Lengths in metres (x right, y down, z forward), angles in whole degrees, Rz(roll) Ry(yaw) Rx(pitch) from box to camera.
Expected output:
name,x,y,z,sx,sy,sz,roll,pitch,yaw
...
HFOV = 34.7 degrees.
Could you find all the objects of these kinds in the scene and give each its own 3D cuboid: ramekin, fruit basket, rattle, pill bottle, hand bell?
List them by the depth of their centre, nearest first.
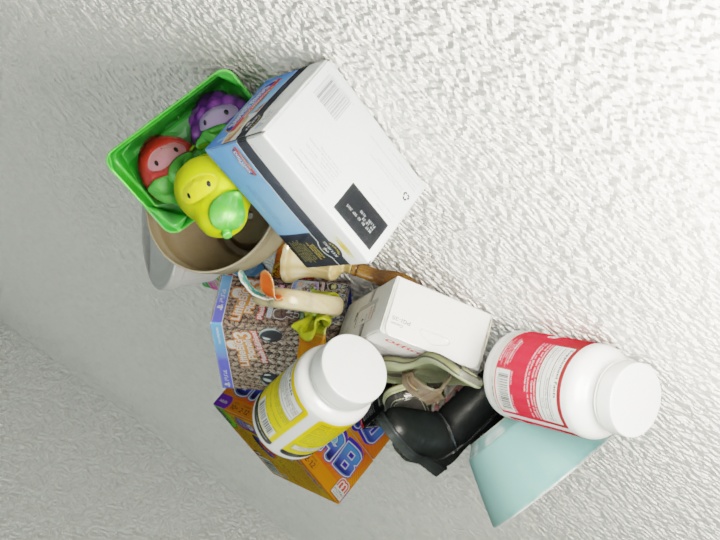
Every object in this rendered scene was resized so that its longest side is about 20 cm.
name,x,y,z,sx,sy,sz,roll,pitch,yaw
pill bottle,0.249,0.136,1.358,0.200,0.112,0.112,8,141,54
fruit basket,-0.193,-0.131,1.404,0.156,0.216,0.215,50,157,-22
pill bottle,-0.054,0.168,1.530,0.114,0.114,0.200,43,139,-4
rattle,-0.106,0.078,1.554,0.130,0.143,0.200,24,-177,14
hand bell,0.000,0.000,1.578,0.200,0.104,0.104,20,152,18
ramekin,-0.258,-0.071,1.722,0.202,0.094,0.203,5,96,64

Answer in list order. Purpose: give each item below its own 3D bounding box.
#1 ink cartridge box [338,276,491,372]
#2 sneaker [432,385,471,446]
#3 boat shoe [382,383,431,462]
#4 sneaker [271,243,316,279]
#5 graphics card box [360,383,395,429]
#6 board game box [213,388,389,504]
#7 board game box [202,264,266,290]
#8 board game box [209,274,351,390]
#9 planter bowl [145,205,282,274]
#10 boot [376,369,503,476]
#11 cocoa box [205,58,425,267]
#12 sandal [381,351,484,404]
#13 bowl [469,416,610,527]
name,x,y,z,sx,sy,sz,roll,pitch,yaw
ink cartridge box,0.068,0.088,1.550,0.146,0.083,0.200,23,161,-14
sneaker,0.134,0.199,1.703,0.105,0.075,0.200,39,165,-24
boat shoe,0.073,0.218,1.639,0.201,0.072,0.066,84,175,-62
sneaker,-0.107,0.013,1.762,0.073,0.077,0.200,36,156,18
graphics card box,0.033,0.162,1.761,0.200,0.051,0.126,120,143,-68
board game box,-0.086,0.243,1.993,0.200,0.200,0.200,12,144,50
board game box,-0.244,-0.023,1.967,0.200,0.040,0.153,13,145,50
board game box,-0.114,0.099,1.744,0.199,0.097,0.160,3,137,6
planter bowl,-0.172,-0.086,1.568,0.200,0.201,0.135,31,-176,23
boot,0.125,0.193,1.555,0.073,0.162,0.198,54,-172,37
cocoa box,-0.051,-0.118,1.332,0.131,0.133,0.200,-5,131,53
sandal,0.083,0.144,1.472,0.080,0.057,0.201,30,158,-28
bowl,0.220,0.235,1.508,0.105,0.201,0.201,51,160,11
